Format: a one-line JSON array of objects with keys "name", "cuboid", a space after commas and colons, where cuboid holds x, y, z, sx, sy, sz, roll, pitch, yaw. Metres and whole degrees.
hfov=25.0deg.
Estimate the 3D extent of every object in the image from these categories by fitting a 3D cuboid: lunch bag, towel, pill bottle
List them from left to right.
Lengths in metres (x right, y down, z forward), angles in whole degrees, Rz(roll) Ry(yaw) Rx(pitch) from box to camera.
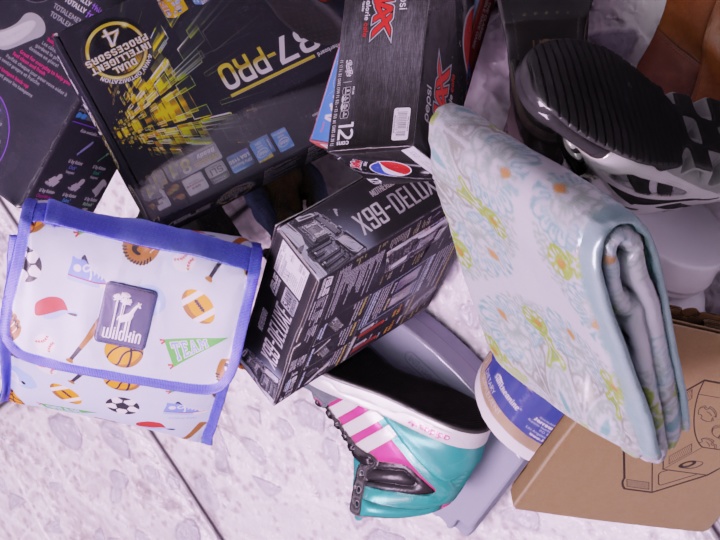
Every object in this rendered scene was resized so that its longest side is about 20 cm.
[{"name": "lunch bag", "cuboid": [-0.163, 0.030, 1.135, 0.169, 0.124, 0.200, 12, 147, -8]}, {"name": "towel", "cuboid": [0.116, 0.011, 0.977, 0.171, 0.048, 0.201, 36, 154, 46]}, {"name": "pill bottle", "cuboid": [0.166, 0.037, 1.117, 0.111, 0.111, 0.200, 41, 131, 15]}]

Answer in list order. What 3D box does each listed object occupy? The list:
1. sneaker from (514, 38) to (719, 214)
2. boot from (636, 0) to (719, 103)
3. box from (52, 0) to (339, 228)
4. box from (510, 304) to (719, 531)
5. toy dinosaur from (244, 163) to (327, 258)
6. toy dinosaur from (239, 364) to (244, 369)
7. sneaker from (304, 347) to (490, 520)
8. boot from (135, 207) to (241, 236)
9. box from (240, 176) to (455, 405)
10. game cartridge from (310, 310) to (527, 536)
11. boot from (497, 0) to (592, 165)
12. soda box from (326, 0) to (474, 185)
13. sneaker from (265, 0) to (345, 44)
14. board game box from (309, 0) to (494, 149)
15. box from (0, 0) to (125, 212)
[{"name": "sneaker", "cuboid": [0.146, -0.069, 0.946, 0.088, 0.199, 0.074, -30, 55, 39]}, {"name": "boot", "cuboid": [0.264, -0.141, 1.002, 0.188, 0.068, 0.201, 29, 120, 33]}, {"name": "box", "cuboid": [-0.098, -0.138, 1.173, 0.162, 0.199, 0.049, 61, 167, 10]}, {"name": "box", "cuboid": [0.215, 0.105, 1.100, 0.021, 0.163, 0.200, -100, 29, -44]}, {"name": "toy dinosaur", "cuboid": [-0.087, -0.088, 1.270, 0.182, 0.105, 0.200, 58, 148, 26]}, {"name": "toy dinosaur", "cuboid": [-0.142, 0.023, 1.387, 0.199, 0.102, 0.136, 18, 148, 15]}, {"name": "sneaker", "cuboid": [0.002, 0.130, 1.273, 0.199, 0.083, 0.121, 25, 116, 25]}, {"name": "boot", "cuboid": [-0.177, -0.033, 1.309, 0.200, 0.130, 0.068, 54, 176, 37]}, {"name": "box", "cuboid": [0.000, 0.000, 1.160, 0.050, 0.157, 0.200, 50, 153, 16]}, {"name": "game cartridge", "cuboid": [0.045, 0.104, 1.300, 0.200, 0.040, 0.134, 43, 135, 13]}, {"name": "boot", "cuboid": [0.113, -0.119, 1.093, 0.069, 0.201, 0.174, 4, 152, -1]}, {"name": "soda box", "cuboid": [0.031, -0.160, 1.045, 0.063, 0.071, 0.201, -1, 74, 29]}, {"name": "sneaker", "cuboid": [-0.054, -0.254, 1.102, 0.067, 0.108, 0.201, 1, 151, 35]}, {"name": "board game box", "cuboid": [0.039, -0.172, 1.099, 0.103, 0.019, 0.201, 13, 82, 32]}, {"name": "box", "cuboid": [-0.238, -0.158, 1.293, 0.122, 0.106, 0.201, 34, 99, 21]}]
